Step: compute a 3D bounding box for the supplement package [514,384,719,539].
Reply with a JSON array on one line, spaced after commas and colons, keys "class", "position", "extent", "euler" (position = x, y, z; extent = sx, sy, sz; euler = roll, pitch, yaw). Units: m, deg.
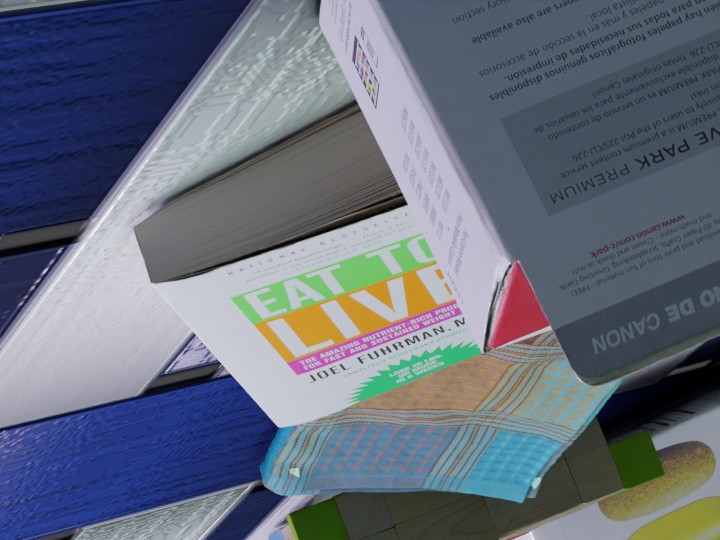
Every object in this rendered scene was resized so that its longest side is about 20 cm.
[{"class": "supplement package", "position": [0.189, 0.138, 1.594], "extent": [0.199, 0.114, 0.110], "euler": [-25, 180, -7]}]

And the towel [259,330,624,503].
[{"class": "towel", "position": [0.043, 0.061, 1.303], "extent": [0.146, 0.022, 0.200], "euler": [3, 153, -16]}]

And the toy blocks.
[{"class": "toy blocks", "position": [0.041, 0.128, 1.472], "extent": [0.199, 0.100, 0.137], "euler": [-19, 172, -21]}]

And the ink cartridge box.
[{"class": "ink cartridge box", "position": [0.112, -0.060, 0.896], "extent": [0.199, 0.176, 0.084], "euler": [-22, 161, -12]}]

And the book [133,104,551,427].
[{"class": "book", "position": [0.000, 0.000, 1.106], "extent": [0.133, 0.048, 0.200], "euler": [-22, 159, 6]}]
